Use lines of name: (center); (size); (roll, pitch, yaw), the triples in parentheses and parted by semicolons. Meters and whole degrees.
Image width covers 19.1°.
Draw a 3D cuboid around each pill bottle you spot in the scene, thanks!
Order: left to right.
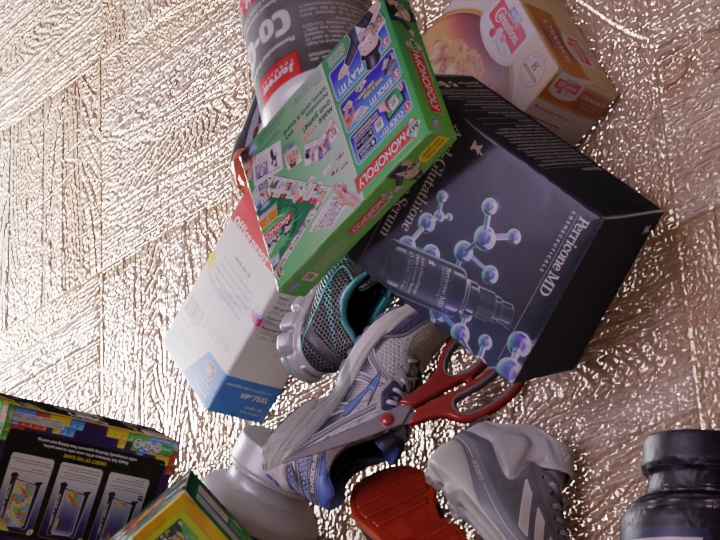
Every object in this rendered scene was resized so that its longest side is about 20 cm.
pill bottle: (-0.102, 0.239, 1.823); (0.111, 0.111, 0.201); (36, 105, 51)
pill bottle: (-0.032, -0.159, 1.770); (0.114, 0.113, 0.201); (-42, 44, 33)
pill bottle: (0.226, 0.212, 1.428); (0.112, 0.111, 0.201); (-13, 66, 48)

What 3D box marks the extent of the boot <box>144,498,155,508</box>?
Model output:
boot: (-0.244, 0.295, 1.940); (0.073, 0.153, 0.205); (22, 93, 52)

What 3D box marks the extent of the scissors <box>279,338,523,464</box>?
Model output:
scissors: (0.035, 0.118, 1.683); (0.199, 0.014, 0.073); (-33, 63, -8)

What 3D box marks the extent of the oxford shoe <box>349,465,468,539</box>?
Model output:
oxford shoe: (0.042, 0.217, 1.688); (0.071, 0.073, 0.200); (-22, 24, -6)

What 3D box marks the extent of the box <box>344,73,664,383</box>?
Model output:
box: (0.098, -0.035, 1.618); (0.200, 0.107, 0.149); (37, 112, 24)

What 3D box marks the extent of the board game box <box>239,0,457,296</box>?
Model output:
board game box: (-0.014, -0.092, 1.612); (0.200, 0.029, 0.135); (-45, 50, 36)

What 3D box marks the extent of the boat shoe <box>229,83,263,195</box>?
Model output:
boat shoe: (-0.067, -0.161, 1.969); (0.062, 0.071, 0.201); (23, 92, 62)

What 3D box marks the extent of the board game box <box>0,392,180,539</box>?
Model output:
board game box: (-0.280, 0.212, 1.980); (0.057, 0.199, 0.166); (21, 92, 50)

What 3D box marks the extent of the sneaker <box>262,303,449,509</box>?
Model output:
sneaker: (0.016, 0.114, 1.737); (0.200, 0.077, 0.085); (-49, 53, -6)

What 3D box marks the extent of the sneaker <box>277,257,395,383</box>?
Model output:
sneaker: (0.000, 0.000, 1.812); (0.091, 0.077, 0.201); (-6, 65, 46)

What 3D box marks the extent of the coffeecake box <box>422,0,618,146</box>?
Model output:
coffeecake box: (0.097, -0.130, 1.750); (0.200, 0.073, 0.154); (-50, 42, 26)

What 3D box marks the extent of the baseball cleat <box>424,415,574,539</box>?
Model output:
baseball cleat: (0.137, 0.185, 1.584); (0.106, 0.070, 0.200); (-37, 65, -13)

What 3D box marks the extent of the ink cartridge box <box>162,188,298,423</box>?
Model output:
ink cartridge box: (-0.089, 0.020, 1.924); (0.201, 0.067, 0.116); (-59, 39, 17)

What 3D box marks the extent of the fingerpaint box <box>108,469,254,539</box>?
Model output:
fingerpaint box: (-0.135, 0.294, 1.739); (0.167, 0.200, 0.073); (-41, 7, 6)
